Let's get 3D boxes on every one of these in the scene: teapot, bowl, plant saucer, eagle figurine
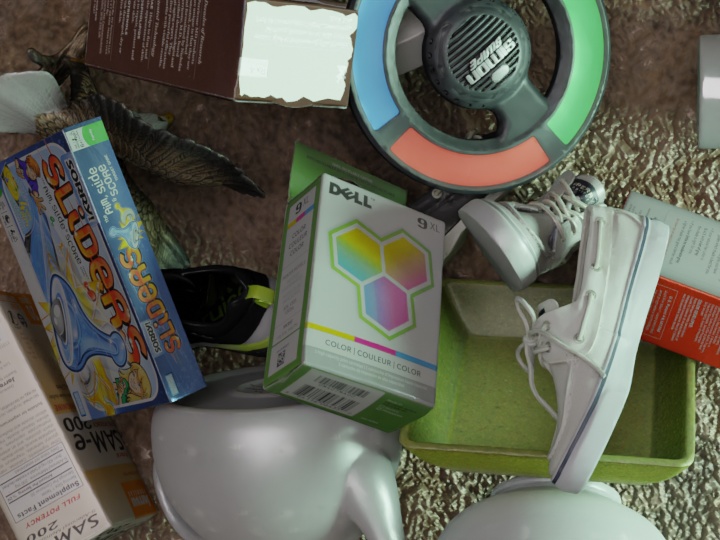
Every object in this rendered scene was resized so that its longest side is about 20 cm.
[{"bbox_3d":[-0.061,0.154,1.205,0.196,0.200,0.147,-5,99,-3],"label":"teapot"},{"bbox_3d":[0.138,0.204,1.174,0.199,0.201,0.091,1,61,10],"label":"bowl"},{"bbox_3d":[0.140,0.086,1.187,0.198,0.200,0.048,3,125,10],"label":"plant saucer"},{"bbox_3d":[-0.186,-0.087,1.264,0.150,0.152,0.200,-33,76,-14],"label":"eagle figurine"}]

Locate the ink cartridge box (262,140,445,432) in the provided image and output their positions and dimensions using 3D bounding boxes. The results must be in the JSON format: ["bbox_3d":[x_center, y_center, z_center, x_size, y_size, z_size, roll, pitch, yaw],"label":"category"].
[{"bbox_3d":[0.000,0.000,1.141,0.103,0.059,0.201,21,57,-25],"label":"ink cartridge box"}]

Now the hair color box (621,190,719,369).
[{"bbox_3d":[0.269,0.021,1.182,0.199,0.102,0.062,20,127,11],"label":"hair color box"}]

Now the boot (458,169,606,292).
[{"bbox_3d":[0.129,-0.039,1.167,0.095,0.200,0.074,-38,85,2],"label":"boot"}]

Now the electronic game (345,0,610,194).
[{"bbox_3d":[0.082,-0.154,1.160,0.198,0.042,0.202,-2,99,-14],"label":"electronic game"}]

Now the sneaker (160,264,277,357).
[{"bbox_3d":[-0.131,0.019,1.200,0.199,0.083,0.072,-4,65,35],"label":"sneaker"}]

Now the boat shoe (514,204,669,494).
[{"bbox_3d":[0.138,0.043,1.083,0.086,0.075,0.203,20,69,1],"label":"boat shoe"}]

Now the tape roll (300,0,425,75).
[{"bbox_3d":[0.003,-0.230,1.239,0.201,0.037,0.204,-7,59,12],"label":"tape roll"}]

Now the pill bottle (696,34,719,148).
[{"bbox_3d":[0.343,-0.128,1.179,0.198,0.112,0.113,0,87,10],"label":"pill bottle"}]

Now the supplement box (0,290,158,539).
[{"bbox_3d":[-0.244,0.119,1.260,0.073,0.126,0.201,-29,83,6],"label":"supplement box"}]

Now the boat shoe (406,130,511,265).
[{"bbox_3d":[0.082,-0.068,1.244,0.060,0.074,0.200,44,103,5],"label":"boat shoe"}]

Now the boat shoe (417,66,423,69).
[{"bbox_3d":[-0.004,-0.184,1.266,0.198,0.067,0.057,0,91,13],"label":"boat shoe"}]

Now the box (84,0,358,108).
[{"bbox_3d":[-0.103,-0.163,1.163,0.199,0.100,0.076,21,106,48],"label":"box"}]

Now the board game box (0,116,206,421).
[{"bbox_3d":[-0.192,0.004,1.174,0.135,0.034,0.201,-17,96,52],"label":"board game box"}]
